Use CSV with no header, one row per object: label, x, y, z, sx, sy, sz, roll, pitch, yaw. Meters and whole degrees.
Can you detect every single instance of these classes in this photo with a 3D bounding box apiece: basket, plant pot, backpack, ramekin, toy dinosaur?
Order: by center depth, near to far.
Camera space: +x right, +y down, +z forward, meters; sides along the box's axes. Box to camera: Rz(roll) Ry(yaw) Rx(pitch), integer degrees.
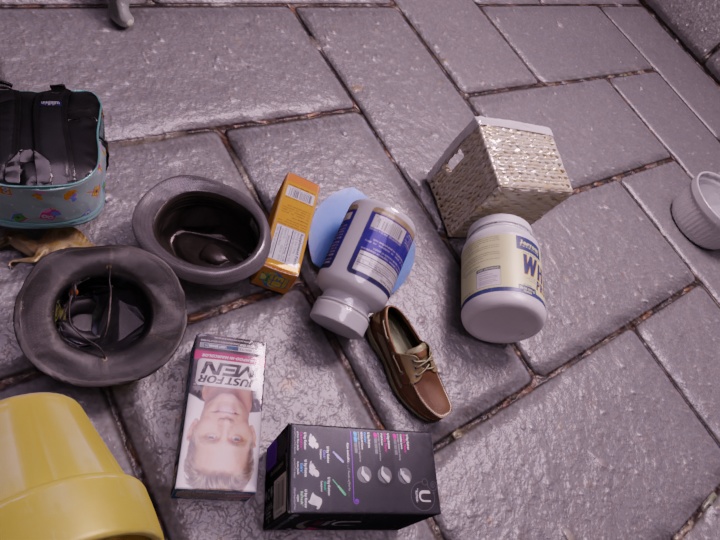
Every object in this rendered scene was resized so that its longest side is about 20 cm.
plant pot,-0.324,0.237,0.553,0.200,0.202,0.189,-14,50,-32
backpack,-0.438,-0.144,0.753,0.175,0.154,0.201,-3,46,-27
toy dinosaur,-0.396,-0.017,0.756,0.199,0.058,0.102,7,56,-22
basket,0.273,-0.175,1.100,0.199,0.198,0.162,-1,64,-27
ramekin,0.926,-0.151,1.459,0.199,0.105,0.201,12,55,-18

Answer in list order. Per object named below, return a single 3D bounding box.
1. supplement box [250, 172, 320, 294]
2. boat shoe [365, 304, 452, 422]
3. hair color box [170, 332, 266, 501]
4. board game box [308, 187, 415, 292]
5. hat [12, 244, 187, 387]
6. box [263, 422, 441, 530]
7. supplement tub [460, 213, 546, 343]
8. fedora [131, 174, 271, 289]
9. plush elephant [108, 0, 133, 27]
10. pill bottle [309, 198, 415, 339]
supplement box,-0.122,-0.064,0.915,0.068,0.067,0.201,23,53,-15
boat shoe,0.078,0.143,0.872,0.075,0.074,0.201,-25,73,-35
hair color box,-0.182,0.189,0.725,0.099,0.061,0.201,10,56,-19
board game box,-0.002,-0.042,0.971,0.199,0.039,0.159,33,71,-12
hat,-0.332,0.064,0.714,0.199,0.081,0.202,12,65,-27
box,-0.014,0.271,0.713,0.199,0.122,0.107,9,55,-20
supplement tub,0.254,0.013,0.997,0.144,0.145,0.201,18,54,-14
fedora,-0.231,-0.043,0.827,0.199,0.090,0.178,23,54,1
plush elephant,-0.438,-0.597,1.055,0.164,0.201,0.155,36,32,9
pill bottle,0.000,0.000,0.877,0.119,0.120,0.201,27,72,-8
